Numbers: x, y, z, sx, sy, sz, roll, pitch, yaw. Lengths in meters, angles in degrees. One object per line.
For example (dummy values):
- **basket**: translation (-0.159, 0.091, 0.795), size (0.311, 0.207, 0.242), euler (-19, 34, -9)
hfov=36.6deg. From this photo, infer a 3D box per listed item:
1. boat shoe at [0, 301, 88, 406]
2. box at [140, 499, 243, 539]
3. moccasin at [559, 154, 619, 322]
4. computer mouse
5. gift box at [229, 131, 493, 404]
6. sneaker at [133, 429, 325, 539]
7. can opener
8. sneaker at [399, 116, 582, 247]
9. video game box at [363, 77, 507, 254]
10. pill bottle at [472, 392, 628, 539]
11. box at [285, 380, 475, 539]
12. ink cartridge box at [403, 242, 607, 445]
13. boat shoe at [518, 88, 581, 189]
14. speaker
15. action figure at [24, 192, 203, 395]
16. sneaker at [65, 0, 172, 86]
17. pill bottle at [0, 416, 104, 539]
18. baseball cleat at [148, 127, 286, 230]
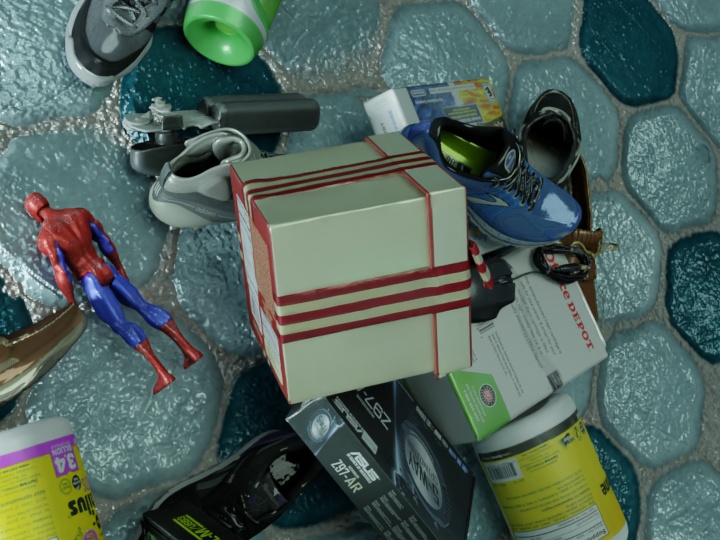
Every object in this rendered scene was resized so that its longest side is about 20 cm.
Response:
- **boat shoe**: translation (-0.303, 0.079, 0.854), size (0.200, 0.076, 0.072), euler (-40, 97, -34)
- **box**: translation (-0.098, 0.297, 0.815), size (0.047, 0.193, 0.202), euler (-12, 105, -31)
- **moccasin**: translation (0.237, -0.035, 1.210), size (0.073, 0.078, 0.203), euler (9, 73, -31)
- **computer mouse**: translation (0.158, 0.007, 1.076), size (0.199, 0.034, 0.059), euler (-16, 81, -32)
- **gift box**: translation (0.000, 0.000, 0.936), size (0.185, 0.185, 0.202), euler (-12, 121, -13)
- **sneaker**: translation (-0.110, 0.199, 0.930), size (0.200, 0.087, 0.076), euler (-40, 99, -32)
- **can opener**: translation (-0.132, -0.136, 1.037), size (0.199, 0.053, 0.067), euler (-13, 119, -32)
- **sneaker**: translation (0.129, -0.083, 1.022), size (0.199, 0.089, 0.079), euler (24, 71, -19)
- **video game box**: translation (0.103, -0.104, 1.132), size (0.199, 0.047, 0.184), euler (-19, 90, -53)
- **pill bottle**: translation (0.199, 0.235, 1.095), size (0.112, 0.112, 0.201), euler (-24, 91, -34)
- **box**: translation (0.025, 0.165, 0.997), size (0.201, 0.043, 0.160), euler (53, 20, -9)
- **ink cartridge box**: translation (0.138, 0.069, 1.118), size (0.199, 0.084, 0.147), euler (-26, 91, -33)
- **boat shoe**: translation (0.201, -0.138, 1.166), size (0.073, 0.061, 0.201), euler (18, 48, 9)
- **speaker**: translation (-0.104, -0.302, 1.068), size (0.088, 0.088, 0.201), euler (29, 64, -22)
- **action figure**: translation (-0.221, 0.014, 0.936), size (0.065, 0.052, 0.201), euler (-40, 94, -38)
- **sneaker**: translation (-0.194, -0.262, 0.985), size (0.075, 0.114, 0.201), euler (36, 61, -18)
- **pill bottle**: translation (-0.246, 0.221, 0.832), size (0.104, 0.104, 0.202), euler (-15, 86, -33)
- **baseball cleat**: translation (-0.094, -0.086, 1.003), size (0.199, 0.107, 0.070), euler (-16, 66, -35)
